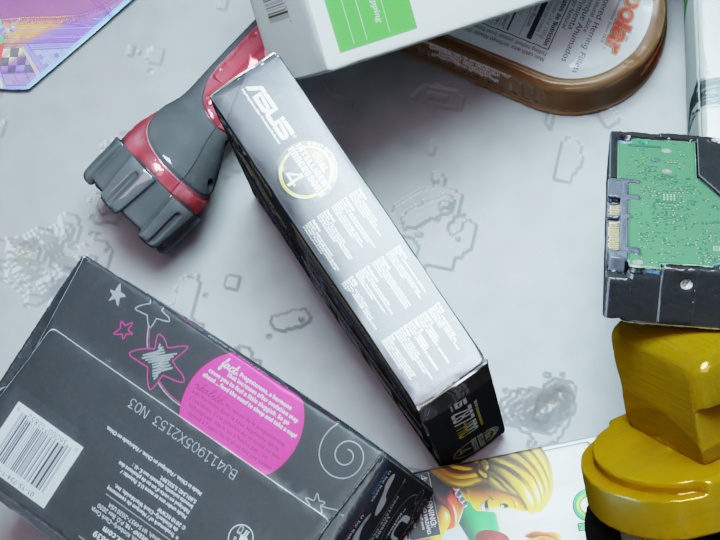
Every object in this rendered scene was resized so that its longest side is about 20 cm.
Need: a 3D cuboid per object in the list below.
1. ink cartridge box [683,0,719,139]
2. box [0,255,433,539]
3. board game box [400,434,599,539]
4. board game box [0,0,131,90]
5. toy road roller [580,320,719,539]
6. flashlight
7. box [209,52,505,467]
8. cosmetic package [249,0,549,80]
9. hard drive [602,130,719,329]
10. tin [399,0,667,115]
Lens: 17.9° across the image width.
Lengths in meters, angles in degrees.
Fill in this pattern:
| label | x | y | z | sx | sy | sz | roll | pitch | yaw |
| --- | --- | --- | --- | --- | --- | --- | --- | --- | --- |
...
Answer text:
| label | x | y | z | sx | sy | sz | roll | pitch | yaw |
| --- | --- | --- | --- | --- | --- | --- | --- | --- | --- |
| ink cartridge box | 0.252 | -0.095 | 1.254 | 0.145 | 0.083 | 0.201 | 1 | 72 | 4 |
| box | -0.084 | 0.107 | 1.182 | 0.199 | 0.115 | 0.133 | 32 | 86 | 21 |
| board game box | 0.086 | 0.197 | 1.199 | 0.125 | 0.035 | 0.201 | -12 | 72 | 0 |
| board game box | -0.199 | -0.209 | 1.344 | 0.200 | 0.039 | 0.158 | -42 | 74 | -9 |
| toy road roller | 0.204 | 0.081 | 1.137 | 0.199 | 0.123 | 0.147 | -21 | 113 | -21 |
| flashlight | -0.064 | -0.102 | 1.269 | 0.200 | 0.068 | 0.068 | -45 | 72 | 2 |
| box | 0.000 | 0.000 | 1.201 | 0.049 | 0.161 | 0.201 | -34 | 72 | -2 |
| cosmetic package | 0.039 | -0.179 | 1.213 | 0.199 | 0.085 | 0.108 | -21 | 97 | -21 |
| hard drive | 0.219 | -0.017 | 1.128 | 0.198 | 0.038 | 0.140 | 4 | 31 | 3 |
| tin | 0.081 | -0.163 | 1.313 | 0.199 | 0.042 | 0.113 | 23 | 80 | 11 |
